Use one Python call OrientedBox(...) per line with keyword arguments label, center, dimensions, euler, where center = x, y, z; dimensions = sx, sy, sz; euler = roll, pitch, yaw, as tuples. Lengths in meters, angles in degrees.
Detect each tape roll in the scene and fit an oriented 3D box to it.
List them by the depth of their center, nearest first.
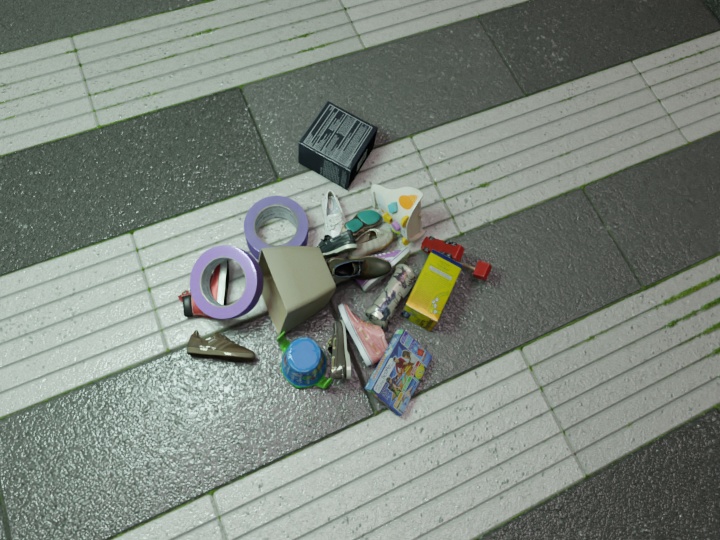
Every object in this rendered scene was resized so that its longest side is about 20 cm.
OrientedBox(label="tape roll", center=(-0.376, 0.034, 1.566), dimensions=(0.195, 0.066, 0.206), euler=(-1, 85, 8))
OrientedBox(label="tape roll", center=(-0.260, -0.122, 1.721), dimensions=(0.195, 0.085, 0.205), euler=(2, 68, -6))

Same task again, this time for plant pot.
OrientedBox(label="plant pot", center=(-0.183, 0.041, 1.615), dimensions=(0.174, 0.201, 0.203), euler=(-18, 71, -23))

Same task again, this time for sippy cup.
OrientedBox(label="sippy cup", center=(-0.159, 0.251, 1.560), dimensions=(0.173, 0.131, 0.143), euler=(9, 68, -3))

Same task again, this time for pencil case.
OrientedBox(label="pencil case", center=(0.090, 0.080, 1.674), dimensions=(0.077, 0.089, 0.202), euler=(35, 74, -2))

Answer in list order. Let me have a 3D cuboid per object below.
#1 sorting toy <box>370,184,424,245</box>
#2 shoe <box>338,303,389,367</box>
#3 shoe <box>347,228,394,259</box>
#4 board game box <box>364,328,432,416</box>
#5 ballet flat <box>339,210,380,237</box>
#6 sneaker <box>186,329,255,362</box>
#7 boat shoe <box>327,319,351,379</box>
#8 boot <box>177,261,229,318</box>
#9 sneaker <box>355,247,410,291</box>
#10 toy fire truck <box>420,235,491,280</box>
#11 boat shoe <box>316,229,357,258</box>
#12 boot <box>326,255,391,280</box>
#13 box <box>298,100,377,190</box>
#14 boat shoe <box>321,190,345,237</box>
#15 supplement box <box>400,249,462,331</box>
OrientedBox(label="sorting toy", center=(0.105, -0.188, 1.739), dimensions=(0.179, 0.201, 0.107), euler=(37, 70, 26))
OrientedBox(label="shoe", center=(0.014, 0.174, 1.634), dimensions=(0.090, 0.072, 0.203), euler=(-28, 79, -2))
OrientedBox(label="shoe", center=(0.037, -0.093, 1.721), dimensions=(0.069, 0.054, 0.199), euler=(21, 39, 36))
OrientedBox(label="board game box", center=(0.112, 0.290, 1.590), dimensions=(0.135, 0.034, 0.202), euler=(43, 66, -22))
OrientedBox(label="ballet flat", center=(-0.008, -0.138, 1.754), dimensions=(0.068, 0.068, 0.199), euler=(44, 36, 13))
OrientedBox(label="sneaker", center=(-0.394, 0.212, 1.583), dimensions=(0.195, 0.071, 0.077), euler=(7, 67, -4))
OrientedBox(label="boat shoe", center=(-0.065, 0.223, 1.588), dimensions=(0.058, 0.073, 0.203), euler=(-5, 45, -6))
OrientedBox(label="boot", center=(-0.465, 0.039, 1.646), dimensions=(0.140, 0.073, 0.205), euler=(4, 72, -3))
OrientedBox(label="sneaker", center=(0.057, -0.038, 1.729), dimensions=(0.199, 0.073, 0.115), euler=(-34, 72, -17))
OrientedBox(label="toy fire truck", center=(0.297, -0.040, 1.737), dimensions=(0.198, 0.141, 0.049), euler=(18, 76, 44))
OrientedBox(label="boat shoe", center=(-0.089, -0.078, 1.673), dimensions=(0.073, 0.197, 0.068), euler=(-2, 81, -41))
OrientedBox(label="boot", center=(0.000, 0.000, 1.623), dimensions=(0.195, 0.097, 0.077), euler=(0, 102, -6))
OrientedBox(label="box", center=(-0.076, -0.413, 1.832), dimensions=(0.196, 0.124, 0.202), euler=(29, 67, 5))
OrientedBox(label="boat shoe", center=(-0.083, -0.159, 1.761), dimensions=(0.069, 0.070, 0.204), euler=(-13, 71, -13))
OrientedBox(label="supplement box", center=(0.216, 0.061, 1.686), dimensions=(0.108, 0.109, 0.203), euler=(27, 69, 5))
